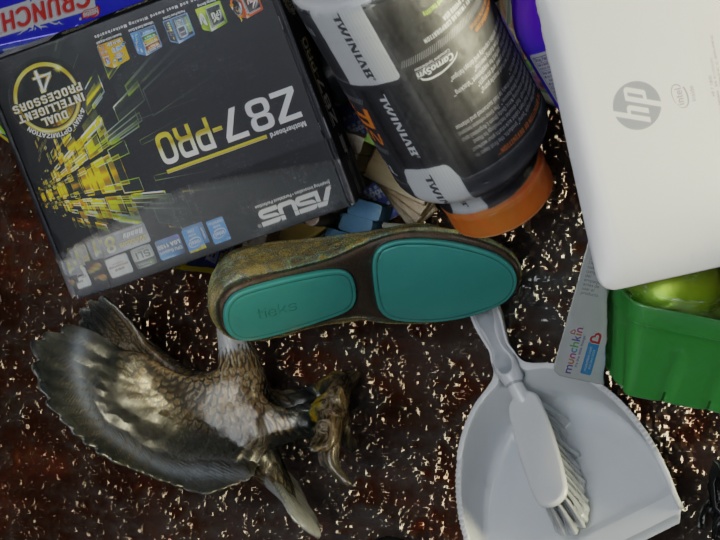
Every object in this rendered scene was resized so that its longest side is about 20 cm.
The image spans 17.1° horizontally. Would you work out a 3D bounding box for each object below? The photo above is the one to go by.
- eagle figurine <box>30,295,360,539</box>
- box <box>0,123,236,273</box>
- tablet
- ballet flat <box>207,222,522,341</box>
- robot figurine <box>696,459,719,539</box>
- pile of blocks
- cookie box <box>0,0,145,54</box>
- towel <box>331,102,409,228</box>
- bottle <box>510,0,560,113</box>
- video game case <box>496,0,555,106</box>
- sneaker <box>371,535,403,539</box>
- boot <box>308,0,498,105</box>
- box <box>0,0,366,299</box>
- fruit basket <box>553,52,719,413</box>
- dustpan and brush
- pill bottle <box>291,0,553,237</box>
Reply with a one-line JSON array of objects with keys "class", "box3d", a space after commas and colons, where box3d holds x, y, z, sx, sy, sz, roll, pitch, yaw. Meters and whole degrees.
[{"class": "eagle figurine", "box3d": [-0.102, 0.083, 1.549, 0.199, 0.152, 0.152, 0, 53, 5]}, {"class": "box", "box3d": [-0.163, -0.079, 1.599, 0.200, 0.064, 0.070, 36, 102, 24]}, {"class": "tablet", "box3d": [0.179, -0.099, 1.375, 0.129, 0.014, 0.201, -12, 87, -1]}, {"class": "ballet flat", "box3d": [0.000, 0.000, 1.509, 0.199, 0.071, 0.071, -9, 86, -7]}, {"class": "robot figurine", "box3d": [0.258, 0.193, 1.451, 0.144, 0.058, 0.201, 26, 99, 18]}, {"class": "pile of blocks", "box3d": [-0.003, -0.053, 1.534, 0.200, 0.062, 0.082, -42, 79, 14]}, {"class": "cookie box", "box3d": [-0.201, -0.227, 1.580, 0.170, 0.075, 0.201, -10, 68, 11]}, {"class": "towel", "box3d": [-0.030, -0.118, 1.586, 0.144, 0.024, 0.201, -27, 83, 17]}, {"class": "bottle", "box3d": [0.135, -0.149, 1.433, 0.083, 0.065, 0.200, -25, 111, 23]}, {"class": "video game case", "box3d": [0.152, -0.170, 1.515, 0.199, 0.018, 0.144, 21, 97, 19]}, {"class": "sneaker", "box3d": [0.068, 0.250, 1.499, 0.075, 0.088, 0.201, -29, 84, -24]}, {"class": "boot", "box3d": [0.008, -0.223, 1.523, 0.168, 0.076, 0.201, -28, 67, 20]}, {"class": "box", "box3d": [-0.117, -0.089, 1.491, 0.199, 0.049, 0.162, -17, 103, 14]}, {"class": "fruit basket", "box3d": [0.223, -0.016, 1.427, 0.184, 0.094, 0.201, 10, 97, -10]}, {"class": "dustpan and brush", "box3d": [0.106, 0.091, 1.507, 0.139, 0.057, 0.201, -28, 56, 17]}, {"class": "pill bottle", "box3d": [0.046, -0.114, 1.432, 0.106, 0.107, 0.200, -18, 125, 20]}]
